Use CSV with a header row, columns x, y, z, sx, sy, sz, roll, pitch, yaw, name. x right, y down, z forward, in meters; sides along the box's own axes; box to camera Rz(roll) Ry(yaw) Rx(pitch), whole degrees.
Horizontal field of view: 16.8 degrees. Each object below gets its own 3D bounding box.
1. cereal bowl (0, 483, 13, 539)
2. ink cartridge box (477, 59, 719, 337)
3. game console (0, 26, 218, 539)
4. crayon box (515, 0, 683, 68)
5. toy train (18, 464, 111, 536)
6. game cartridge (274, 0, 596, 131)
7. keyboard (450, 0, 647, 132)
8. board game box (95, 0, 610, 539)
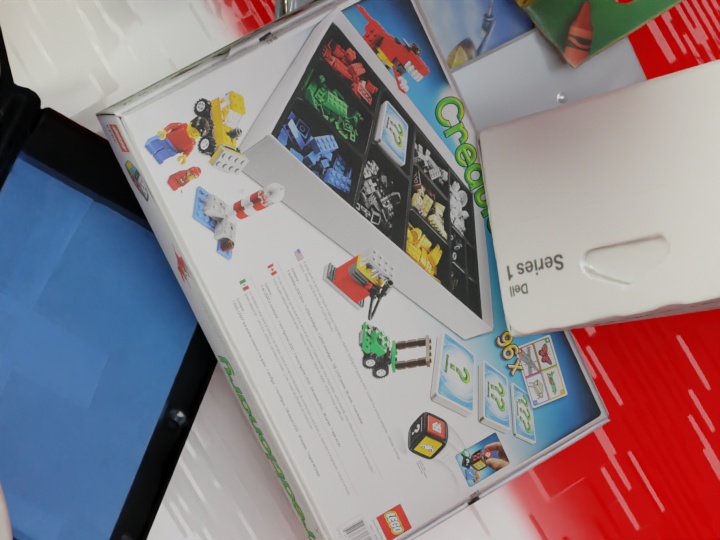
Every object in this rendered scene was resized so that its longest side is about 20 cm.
x,y,z,sx,sy,sz,roll,pitch,yaw,name
-0.212,0.093,0.750,0.200,0.083,0.200,-8,106,-28,cereal bowl
0.166,-0.033,0.931,0.200,0.145,0.084,-7,86,-40,ink cartridge box
-0.124,-0.003,0.875,0.119,0.172,0.200,11,53,11,game console
0.080,-0.196,0.987,0.127,0.051,0.200,-33,82,-22,crayon box
-0.189,0.098,0.902,0.200,0.085,0.114,28,66,-8,toy train
0.029,-0.066,0.995,0.133,0.042,0.200,3,83,-9,game cartridge
0.027,-0.044,0.968,0.200,0.011,0.056,-27,92,-16,keyboard
0.000,0.000,0.933,0.126,0.035,0.200,-29,103,-16,board game box
